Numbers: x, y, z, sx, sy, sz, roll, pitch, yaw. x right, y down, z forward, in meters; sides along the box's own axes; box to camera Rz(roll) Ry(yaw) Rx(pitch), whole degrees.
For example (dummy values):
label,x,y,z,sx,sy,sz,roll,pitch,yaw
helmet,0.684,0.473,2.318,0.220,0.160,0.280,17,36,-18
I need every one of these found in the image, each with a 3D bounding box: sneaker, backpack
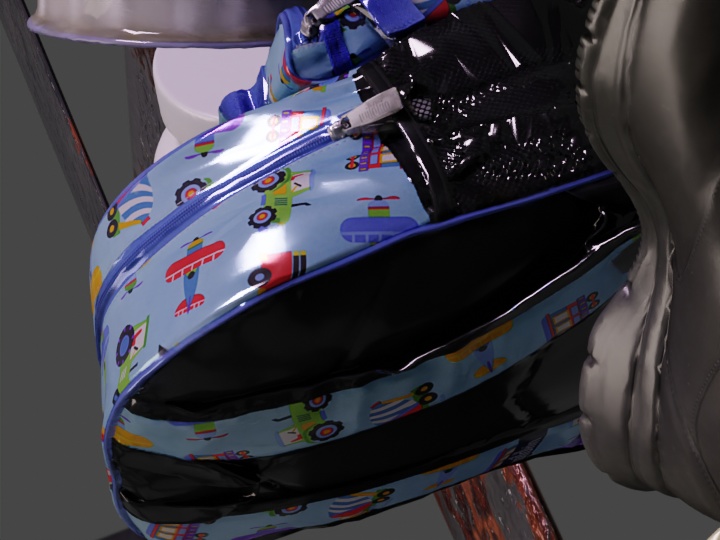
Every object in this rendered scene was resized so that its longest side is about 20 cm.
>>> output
label,x,y,z,sx,sy,sz,roll,pitch,yaw
sneaker,0.108,-0.011,0.683,0.091,0.076,0.201,33,143,39
backpack,0.000,0.000,0.854,0.183,0.199,0.135,89,157,-61

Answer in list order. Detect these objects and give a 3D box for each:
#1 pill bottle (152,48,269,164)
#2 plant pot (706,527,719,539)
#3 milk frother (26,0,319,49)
label,x,y,z,sx,sy,sz,roll,pitch,yaw
pill bottle,-0.028,-0.019,1.174,0.116,0.115,0.201,-122,17,-47
plant pot,0.141,0.144,0.529,0.184,0.200,0.201,66,180,-70
milk frother,-0.078,-0.166,0.864,0.180,0.199,0.189,19,112,58
